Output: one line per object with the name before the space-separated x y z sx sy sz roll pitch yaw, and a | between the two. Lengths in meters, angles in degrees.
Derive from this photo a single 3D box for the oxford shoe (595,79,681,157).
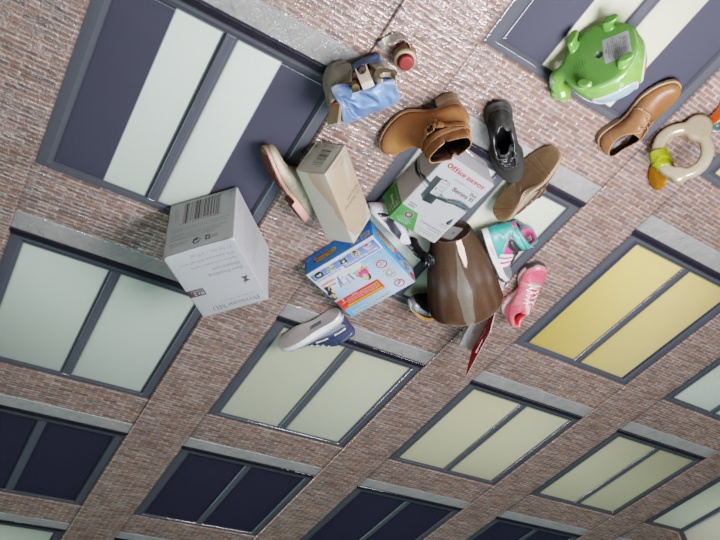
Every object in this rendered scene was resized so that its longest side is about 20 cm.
oxford shoe | 0.589 -0.311 1.468 0.071 0.072 0.200 28 123 -29

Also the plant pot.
plant pot | 0.230 -0.007 1.659 0.183 0.188 0.203 -14 121 6

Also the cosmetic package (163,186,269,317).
cosmetic package | -0.308 -0.038 1.538 0.162 0.167 0.202 -15 135 8

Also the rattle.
rattle | 0.727 -0.268 1.534 0.201 0.130 0.143 -48 140 1

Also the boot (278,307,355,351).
boot | -0.113 0.179 1.847 0.197 0.073 0.091 -26 127 16

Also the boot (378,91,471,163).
boot | 0.128 -0.255 1.394 0.197 0.157 0.077 -24 134 15

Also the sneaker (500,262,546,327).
sneaker | 0.431 0.068 1.808 0.072 0.088 0.202 7 133 -16

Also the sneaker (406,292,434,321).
sneaker | 0.209 0.080 1.800 0.196 0.079 0.078 4 136 -27

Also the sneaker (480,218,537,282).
sneaker | 0.367 -0.054 1.687 0.119 0.085 0.201 -21 143 12

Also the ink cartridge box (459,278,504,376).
ink cartridge box | 0.299 0.140 1.786 0.044 0.178 0.202 22 138 6

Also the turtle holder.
turtle holder | 0.456 -0.374 1.338 0.185 0.142 0.131 -44 143 20

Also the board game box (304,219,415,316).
board game box | 0.000 0.000 1.700 0.198 0.057 0.196 -29 132 20

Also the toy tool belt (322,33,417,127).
toy tool belt | 0.022 -0.341 1.317 0.197 0.124 0.125 -22 134 14

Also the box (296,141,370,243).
box | -0.053 -0.162 1.489 0.077 0.096 0.202 12 145 30

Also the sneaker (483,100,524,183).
sneaker | 0.300 -0.250 1.470 0.075 0.092 0.201 -15 136 17

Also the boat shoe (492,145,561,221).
boat shoe | 0.378 -0.191 1.569 0.071 0.072 0.201 -1 133 -52

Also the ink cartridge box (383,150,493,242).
ink cartridge box | 0.169 -0.176 1.530 0.145 0.084 0.200 25 126 -30

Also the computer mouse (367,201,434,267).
computer mouse | 0.092 -0.094 1.600 0.044 0.110 0.200 -42 119 9

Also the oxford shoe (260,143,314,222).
oxford shoe | -0.145 -0.197 1.490 0.073 0.071 0.201 -37 133 -7
